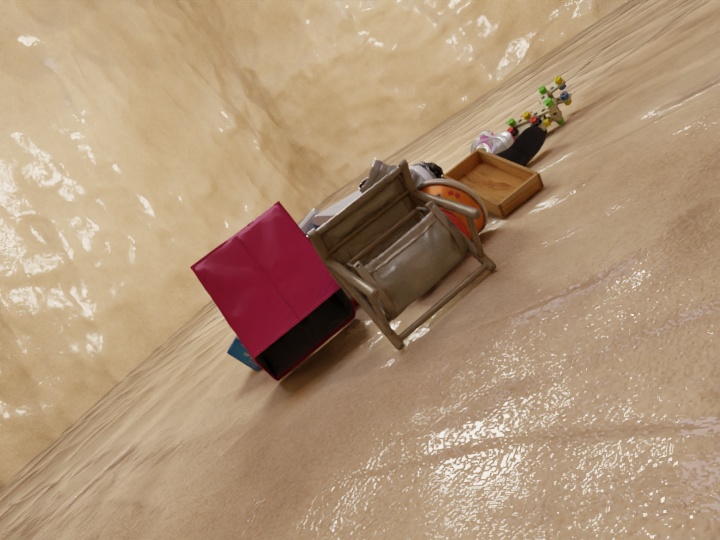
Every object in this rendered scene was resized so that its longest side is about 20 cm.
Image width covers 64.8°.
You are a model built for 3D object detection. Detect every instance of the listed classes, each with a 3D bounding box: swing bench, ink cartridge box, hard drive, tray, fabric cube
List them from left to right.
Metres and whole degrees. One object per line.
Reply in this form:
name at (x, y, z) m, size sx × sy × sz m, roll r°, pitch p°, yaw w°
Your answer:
ink cartridge box at (-0.197, 0.095, 1.247) m, size 0.202 × 0.085 × 0.147 m, roll -55°, pitch 7°, yaw 18°
fabric cube at (-0.147, 0.043, 1.019) m, size 0.199 × 0.200 × 0.197 m, roll -37°, pitch -20°, yaw -10°
hard drive at (0.003, -0.136, 1.211) m, size 0.129 × 0.026 × 0.200 m, roll 1°, pitch 22°, yaw 28°
swing bench at (0.059, -0.032, 0.856) m, size 0.198 × 0.131 × 0.200 m, roll -37°, pitch 44°, yaw -9°
tray at (0.251, -0.172, 1.098) m, size 0.098 × 0.037 × 0.200 m, roll -37°, pitch 34°, yaw -4°

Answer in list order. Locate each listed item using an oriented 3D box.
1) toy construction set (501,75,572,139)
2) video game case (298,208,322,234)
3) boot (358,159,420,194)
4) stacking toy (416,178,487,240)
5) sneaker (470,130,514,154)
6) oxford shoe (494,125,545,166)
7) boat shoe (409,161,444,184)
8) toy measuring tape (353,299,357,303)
toy construction set at (0.418, -0.373, 1.389) m, size 0.199 × 0.091 × 0.133 m, roll -34°, pitch 34°, yaw 49°
video game case at (-0.099, -0.039, 1.354) m, size 0.200 × 0.180 × 0.023 m, roll -44°, pitch 40°, yaw 27°
boot at (0.041, -0.141, 1.058) m, size 0.200 × 0.094 × 0.075 m, roll 118°, pitch 176°, yaw -66°
stacking toy at (0.130, -0.042, 0.982) m, size 0.145 × 0.145 × 0.203 m, roll -20°, pitch 39°, yaw 52°
sneaker at (0.315, -0.298, 1.426) m, size 0.088 × 0.082 × 0.200 m, roll -35°, pitch 11°, yaw -5°
oxford shoe at (0.317, -0.223, 1.230) m, size 0.199 × 0.072 × 0.071 m, roll -37°, pitch -16°, yaw 0°
boat shoe at (0.146, -0.203, 1.220) m, size 0.065 × 0.071 × 0.200 m, roll -27°, pitch 12°, yaw 0°
toy measuring tape at (0.000, 0.000, 1.149) m, size 0.203 × 0.072 × 0.074 m, roll -63°, pitch 6°, yaw 14°
